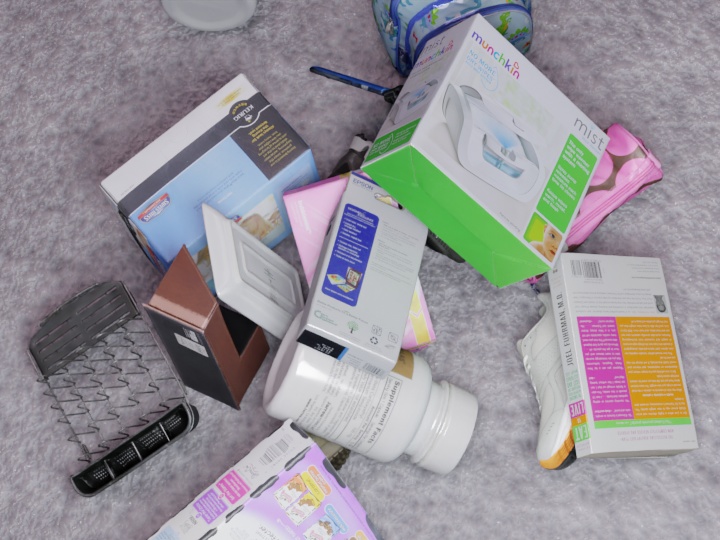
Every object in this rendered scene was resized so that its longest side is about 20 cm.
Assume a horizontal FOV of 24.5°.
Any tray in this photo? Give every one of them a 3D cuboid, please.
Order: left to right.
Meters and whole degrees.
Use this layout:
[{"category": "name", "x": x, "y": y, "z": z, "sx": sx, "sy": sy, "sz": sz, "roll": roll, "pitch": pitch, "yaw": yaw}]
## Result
[{"category": "tray", "x": -0.102, "y": 0.008, "z": 1.716, "sx": 0.022, "sy": 0.200, "sz": 0.109, "roll": -19, "pitch": 64, "yaw": 17}]

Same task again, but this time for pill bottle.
[{"category": "pill bottle", "x": -0.174, "y": -0.394, "z": 1.952, "sx": 0.114, "sy": 0.116, "sz": 0.202, "roll": -2, "pitch": 65, "yaw": 7}, {"category": "pill bottle", "x": 0.012, "y": 0.127, "z": 1.662, "sx": 0.198, "sy": 0.114, "sz": 0.115, "roll": 24, "pitch": 68, "yaw": -12}]

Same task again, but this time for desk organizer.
[{"category": "desk organizer", "x": -0.153, "y": 0.060, "z": 1.698, "sx": 0.071, "sy": 0.201, "sz": 0.078, "roll": 23, "pitch": 68, "yaw": 17}]

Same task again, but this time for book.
[{"category": "book", "x": 0.259, "y": 0.084, "z": 1.657, "sx": 0.132, "sy": 0.048, "sz": 0.203, "roll": 3, "pitch": 72, "yaw": -32}]

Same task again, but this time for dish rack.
[{"category": "dish rack", "x": -0.267, "y": 0.117, "z": 1.736, "sx": 0.153, "sy": 0.054, "sz": 0.201, "roll": -33, "pitch": 77, "yaw": 12}]

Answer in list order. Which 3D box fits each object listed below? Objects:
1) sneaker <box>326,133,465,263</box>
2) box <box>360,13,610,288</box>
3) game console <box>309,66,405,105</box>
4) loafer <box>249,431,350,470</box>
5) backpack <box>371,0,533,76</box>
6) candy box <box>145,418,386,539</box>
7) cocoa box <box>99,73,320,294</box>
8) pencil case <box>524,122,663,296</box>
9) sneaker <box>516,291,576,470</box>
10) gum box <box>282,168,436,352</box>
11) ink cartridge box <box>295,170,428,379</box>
[{"category": "sneaker", "x": 0.036, "y": -0.059, "z": 1.803, "sx": 0.090, "sy": 0.067, "sz": 0.200, "roll": -43, "pitch": 64, "yaw": -8}, {"category": "box", "x": 0.126, "y": -0.117, "z": 1.652, "sx": 0.200, "sy": 0.096, "sz": 0.178, "roll": 40, "pitch": 60, "yaw": -20}, {"category": "game console", "x": 0.051, "y": -0.137, "z": 1.775, "sx": 0.117, "sy": 0.199, "sz": 0.173, "roll": -15, "pitch": 79, "yaw": 30}, {"category": "loafer", "x": -0.099, "y": 0.221, "z": 1.691, "sx": 0.199, "sy": 0.076, "sz": 0.068, "roll": -37, "pitch": 65, "yaw": -19}, {"category": "backpack", "x": 0.107, "y": -0.304, "z": 1.826, "sx": 0.181, "sy": 0.200, "sz": 0.148, "roll": -20, "pitch": 64, "yaw": -3}, {"category": "candy box", "x": -0.090, "y": 0.275, "z": 1.608, "sx": 0.199, "sy": 0.169, "sz": 0.071, "roll": -39, "pitch": 29, "yaw": -10}, {"category": "cocoa box", "x": -0.155, "y": -0.083, "z": 1.798, "sx": 0.199, "sy": 0.134, "sz": 0.131, "roll": -39, "pitch": 66, "yaw": -10}, {"category": "pencil case", "x": 0.232, "y": -0.070, "z": 1.764, "sx": 0.200, "sy": 0.094, "sz": 0.091, "roll": -41, "pitch": 106, "yaw": -9}, {"category": "sneaker", "x": 0.199, "y": 0.110, "z": 1.705, "sx": 0.091, "sy": 0.076, "sz": 0.202, "roll": 8, "pitch": 59, "yaw": 19}, {"category": "gum box", "x": 0.000, "y": 0.000, "z": 1.733, "sx": 0.112, "sy": 0.066, "sz": 0.202, "roll": -16, "pitch": 97, "yaw": 0}, {"category": "ink cartridge box", "x": 0.006, "y": 0.003, "z": 1.642, "sx": 0.099, "sy": 0.039, "sz": 0.202, "roll": 24, "pitch": 53, "yaw": -10}]
